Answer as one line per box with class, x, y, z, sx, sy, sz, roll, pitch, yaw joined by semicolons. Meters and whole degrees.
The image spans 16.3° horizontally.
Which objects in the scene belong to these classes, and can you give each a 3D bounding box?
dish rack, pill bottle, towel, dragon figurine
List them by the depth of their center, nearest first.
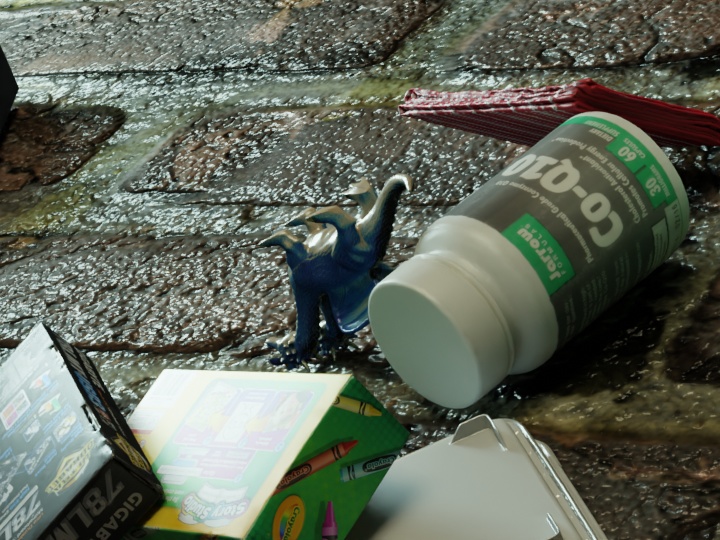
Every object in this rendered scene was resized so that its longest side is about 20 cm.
dish rack;0.045;0.152;1.419;0.171;0.044;0.200;-23;27;-4
pill bottle;0.106;-0.006;1.590;0.200;0.113;0.113;-38;32;-30
dragon figurine;0.000;0.000;1.624;0.200;0.100;0.059;-28;8;44
towel;0.140;-0.106;1.738;0.144;0.023;0.200;12;-5;-36

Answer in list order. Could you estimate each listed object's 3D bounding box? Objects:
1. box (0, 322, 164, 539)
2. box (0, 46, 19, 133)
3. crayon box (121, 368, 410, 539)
box;-0.221;0.151;1.518;0.200;0.050;0.199;-49;30;3
box;-0.423;-0.137;2.199;0.198;0.123;0.200;-15;29;14
crayon box;-0.076;0.121;1.474;0.200;0.058;0.119;-1;49;53
